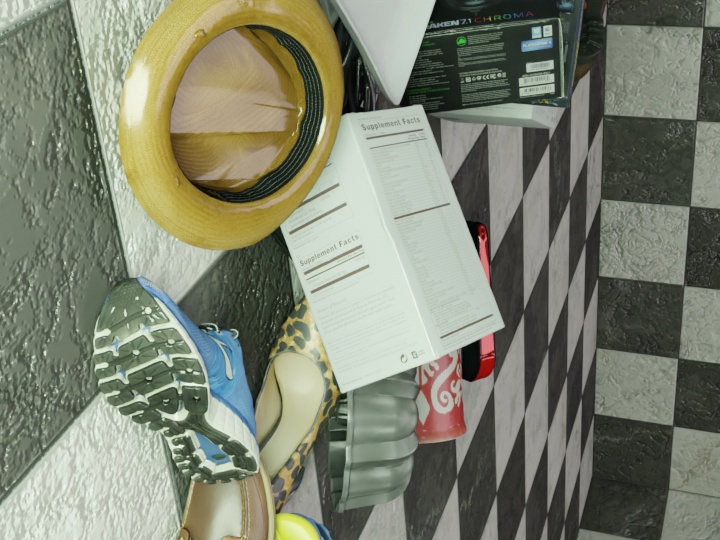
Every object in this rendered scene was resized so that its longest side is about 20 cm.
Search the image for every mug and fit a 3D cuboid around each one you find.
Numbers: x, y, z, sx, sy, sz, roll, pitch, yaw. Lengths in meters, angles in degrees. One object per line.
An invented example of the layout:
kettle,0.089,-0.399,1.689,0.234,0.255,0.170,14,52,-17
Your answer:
mug,0.041,0.077,1.223,0.131,0.176,0.204,-3,96,-33

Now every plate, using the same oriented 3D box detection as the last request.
plate,0.016,-0.286,0.967,0.200,0.032,0.203,53,49,-53

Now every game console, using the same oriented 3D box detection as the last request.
game console,0.100,0.029,1.273,0.199,0.030,0.181,-167,-109,-68

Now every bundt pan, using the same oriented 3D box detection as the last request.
bundt pan,0.012,0.132,1.055,0.202,0.074,0.206,-179,-90,-84

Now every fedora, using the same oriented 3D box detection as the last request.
fedora,-0.098,-0.114,0.744,0.199,0.081,0.204,-26,127,-40

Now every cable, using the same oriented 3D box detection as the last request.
cable,-0.017,-0.168,1.034,0.163,0.050,0.204,10,93,-71

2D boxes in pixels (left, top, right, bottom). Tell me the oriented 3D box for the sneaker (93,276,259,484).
sneaker,-0.130,0.070,0.780,0.201,0.077,0.090,68,14,-46

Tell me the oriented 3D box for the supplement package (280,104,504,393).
supplement package,0.018,-0.020,0.899,0.113,0.109,0.203,-16,84,-51

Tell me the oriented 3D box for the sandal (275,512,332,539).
sandal,-0.071,0.294,0.936,0.203,0.079,0.087,-66,166,13

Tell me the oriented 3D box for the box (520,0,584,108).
box,0.159,-0.282,1.276,0.051,0.196,0.161,24,74,-75

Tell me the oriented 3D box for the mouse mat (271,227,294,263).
mouse mat,0.000,0.000,1.029,0.008,0.162,0.200,-42,172,23

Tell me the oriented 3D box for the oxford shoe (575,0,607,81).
oxford shoe,0.274,-0.327,1.360,0.085,0.071,0.203,92,14,-65

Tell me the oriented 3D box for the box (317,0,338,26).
box,-0.075,-0.211,0.876,0.157,0.040,0.202,73,29,-49

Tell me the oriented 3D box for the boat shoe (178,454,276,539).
boat shoe,-0.113,0.232,0.855,0.067,0.071,0.204,-4,98,-68

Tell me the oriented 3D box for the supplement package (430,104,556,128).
supplement package,0.175,-0.294,1.392,0.151,0.148,0.204,-6,102,-69

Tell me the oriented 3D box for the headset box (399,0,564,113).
headset box,0.121,-0.265,1.156,0.202,0.170,0.094,-86,169,-50

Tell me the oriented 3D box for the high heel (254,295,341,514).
high heel,-0.070,0.123,0.943,0.142,0.070,0.204,-24,125,-72
